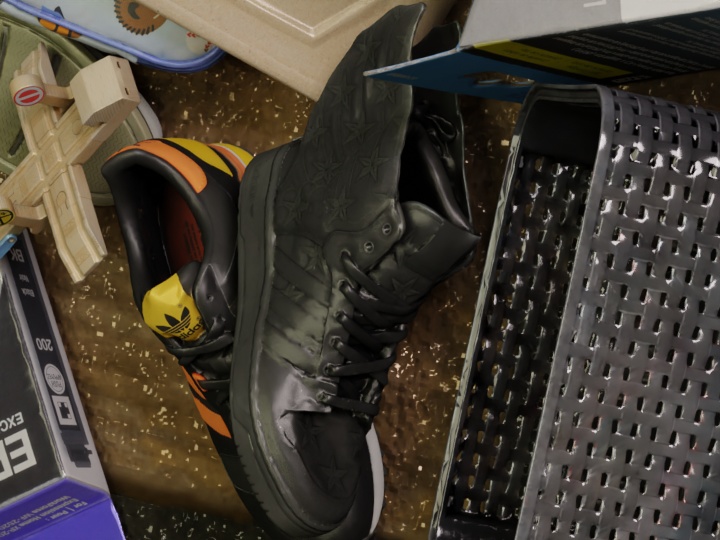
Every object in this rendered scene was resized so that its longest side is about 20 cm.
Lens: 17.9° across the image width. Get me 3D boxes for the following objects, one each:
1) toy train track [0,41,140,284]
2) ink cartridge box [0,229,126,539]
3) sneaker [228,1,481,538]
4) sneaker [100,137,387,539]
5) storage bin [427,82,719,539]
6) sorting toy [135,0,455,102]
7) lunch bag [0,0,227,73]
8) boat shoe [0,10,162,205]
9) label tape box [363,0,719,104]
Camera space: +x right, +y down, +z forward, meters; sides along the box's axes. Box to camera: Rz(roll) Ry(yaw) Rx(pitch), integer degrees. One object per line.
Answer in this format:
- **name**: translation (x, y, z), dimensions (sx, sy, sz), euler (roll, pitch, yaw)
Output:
- **toy train track**: translation (-0.166, -0.025, 1.004), dimensions (0.200, 0.032, 0.115), euler (-43, 53, 34)
- **ink cartridge box**: translation (-0.216, 0.093, 1.095), dimensions (0.198, 0.043, 0.201), euler (-27, 75, 25)
- **sneaker**: translation (0.002, 0.001, 0.921), dimensions (0.104, 0.060, 0.201), euler (-17, 67, 37)
- **sneaker**: translation (-0.059, 0.035, 0.979), dimensions (0.070, 0.090, 0.201), euler (-29, 73, 25)
- **storage bin**: translation (0.098, 0.038, 0.849), dimensions (0.093, 0.135, 0.201), euler (12, 93, -10)
- **sorting toy**: translation (-0.031, -0.183, 0.944), dimensions (0.200, 0.036, 0.185), euler (28, 101, -16)
- **lunch bag**: translation (-0.120, -0.187, 0.999), dimensions (0.199, 0.076, 0.161), euler (24, 103, 0)
- **boat shoe**: translation (-0.173, -0.102, 1.064), dimensions (0.200, 0.068, 0.075), euler (33, 109, 5)
- **label tape box**: translation (0.118, -0.111, 0.855), dimensions (0.199, 0.144, 0.064), euler (-6, 86, 29)
